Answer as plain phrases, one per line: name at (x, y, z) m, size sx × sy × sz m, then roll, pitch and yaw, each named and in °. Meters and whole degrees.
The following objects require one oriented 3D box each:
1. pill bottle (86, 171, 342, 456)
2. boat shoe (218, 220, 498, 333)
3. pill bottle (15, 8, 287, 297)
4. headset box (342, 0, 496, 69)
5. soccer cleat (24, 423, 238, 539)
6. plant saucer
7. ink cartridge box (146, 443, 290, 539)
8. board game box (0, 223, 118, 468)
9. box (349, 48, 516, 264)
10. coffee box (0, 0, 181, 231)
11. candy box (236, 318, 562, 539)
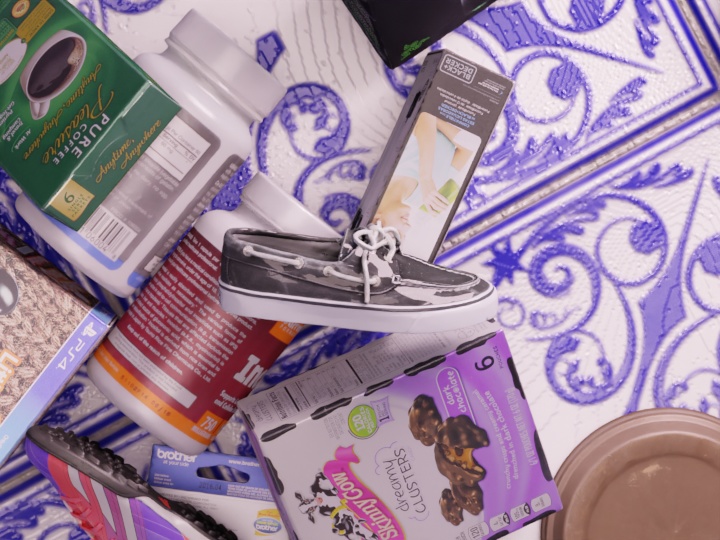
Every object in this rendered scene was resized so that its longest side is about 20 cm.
pill bottle at (-0.105, 0.030, 1.608) m, size 0.113 × 0.113 × 0.200 m, roll 38°, pitch 92°, yaw -4°
boat shoe at (0.000, -0.001, 1.517) m, size 0.199 × 0.074 × 0.068 m, roll 6°, pitch 109°, yaw 5°
pill bottle at (-0.153, -0.089, 1.599) m, size 0.114 × 0.114 × 0.200 m, roll 40°, pitch 91°, yaw -4°
headset box at (0.060, -0.249, 1.562) m, size 0.174 × 0.200 × 0.093 m, roll -34°, pitch 78°, yaw -1°
soccer cleat at (-0.175, 0.187, 1.584) m, size 0.200 × 0.068 × 0.073 m, roll 37°, pitch 93°, yaw -22°
plant saucer at (0.241, 0.208, 1.679) m, size 0.199 × 0.029 × 0.201 m, roll 0°, pitch 93°, yaw -4°
ink cartridge box at (-0.117, 0.237, 1.658) m, size 0.119 × 0.042 × 0.201 m, roll 8°, pitch 95°, yaw -3°
board game box at (-0.310, 0.039, 1.607) m, size 0.200 × 0.097 × 0.160 m, roll 38°, pitch 91°, yaw -4°
box at (0.042, -0.063, 1.610) m, size 0.060 × 0.117 × 0.200 m, roll 25°, pitch 91°, yaw -6°
coffee box at (-0.226, -0.127, 1.565) m, size 0.123 × 0.200 × 0.044 m, roll -50°, pitch 138°, yaw 1°
candy box at (0.030, 0.140, 1.606) m, size 0.200 × 0.072 × 0.168 m, roll -24°, pitch 116°, yaw -7°
